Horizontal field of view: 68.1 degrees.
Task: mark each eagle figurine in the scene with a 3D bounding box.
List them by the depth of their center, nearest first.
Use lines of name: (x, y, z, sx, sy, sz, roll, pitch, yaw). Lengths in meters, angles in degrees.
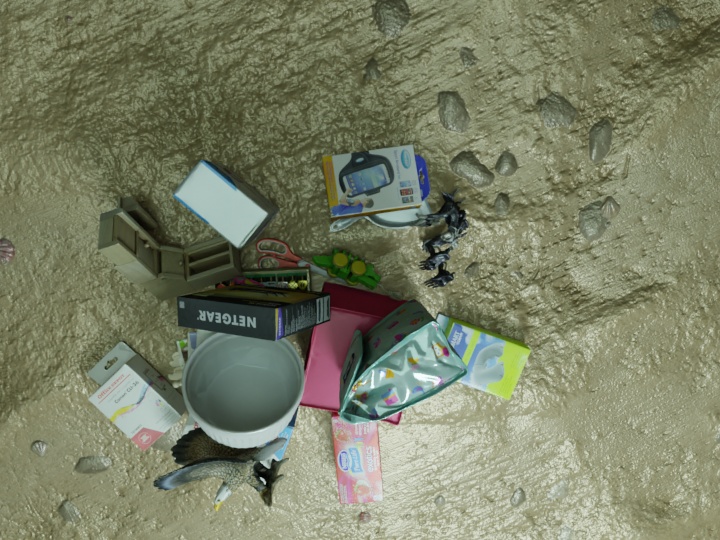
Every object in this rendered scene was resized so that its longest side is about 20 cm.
eagle figurine: (-0.237, 0.342, 0.931, 0.200, 0.151, 0.152, 28, 140, -6)

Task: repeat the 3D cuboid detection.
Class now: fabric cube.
fabric cube: (-0.003, 0.154, 1.036, 0.196, 0.199, 0.200, 13, 100, -4)

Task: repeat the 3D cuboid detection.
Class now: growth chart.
growth chart: (-0.275, 0.154, 0.984, 0.144, 0.018, 0.200, 3, 133, -25)

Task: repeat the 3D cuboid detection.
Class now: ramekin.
ramekin: (-0.198, 0.204, 0.914, 0.200, 0.200, 0.105, 9, 141, -3)

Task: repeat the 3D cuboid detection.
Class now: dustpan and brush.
dustpan and brush: (0.031, -0.127, 1.056, 0.200, 0.057, 0.140, -25, 100, 3)

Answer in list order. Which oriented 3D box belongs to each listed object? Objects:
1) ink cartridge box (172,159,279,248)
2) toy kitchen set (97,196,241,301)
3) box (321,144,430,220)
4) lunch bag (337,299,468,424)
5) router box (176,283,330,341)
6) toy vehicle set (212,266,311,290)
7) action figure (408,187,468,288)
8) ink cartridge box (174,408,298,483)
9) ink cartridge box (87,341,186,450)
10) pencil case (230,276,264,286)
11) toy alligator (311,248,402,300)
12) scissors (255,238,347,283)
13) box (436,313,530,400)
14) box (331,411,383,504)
ink cartridge box: (-0.238, -0.124, 0.984, 0.144, 0.200, 0.085, 40, 93, -8)
toy kitchen set: (-0.357, -0.077, 1.012, 0.180, 0.200, 0.163, -17, 59, 5)
box: (0.033, -0.169, 1.018, 0.199, 0.041, 0.119, -9, 87, 0)
lunch bag: (0.046, 0.150, 0.849, 0.200, 0.170, 0.122, -33, 99, 2)
router box: (-0.173, 0.064, 0.881, 0.200, 0.157, 0.052, 4, 99, 27)
toy vehicle set: (-0.200, 0.058, 1.096, 0.199, 0.027, 0.125, -3, 105, 0)
action figure: (0.152, -0.073, 1.037, 0.102, 0.200, 0.119, -6, 139, 30)
ink cartridge box: (-0.245, 0.318, 1.088, 0.200, 0.145, 0.148, 22, 100, -5)
ink cartridge box: (-0.475, 0.260, 1.113, 0.116, 0.068, 0.200, -43, 98, 6)
pencil case: (-0.253, 0.107, 1.049, 0.088, 0.088, 0.200, 29, 106, -6)
toy alligator: (0.000, 0.000, 1.085, 0.200, 0.059, 0.054, 23, 59, -5)
scissors: (-0.118, -0.019, 1.096, 0.199, 0.014, 0.073, 9, 99, -1)
box: (0.240, 0.181, 1.122, 0.200, 0.048, 0.122, 20, 99, -5)
box: (-0.007, 0.374, 1.125, 0.095, 0.100, 0.201, -5, 101, 0)
